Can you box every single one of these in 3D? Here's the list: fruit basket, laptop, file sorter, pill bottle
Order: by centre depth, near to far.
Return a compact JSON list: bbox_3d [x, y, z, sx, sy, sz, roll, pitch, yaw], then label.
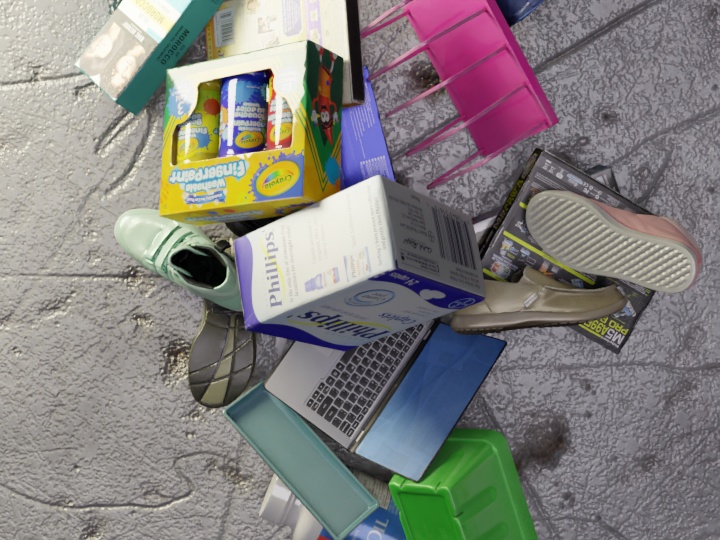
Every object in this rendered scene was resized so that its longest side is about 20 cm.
[{"bbox_3d":[0.095,-0.210,1.295,0.125,0.139,0.202,-33,97,-29],"label":"file sorter"},{"bbox_3d":[0.025,0.107,1.316,0.199,0.116,0.188,36,74,0],"label":"laptop"},{"bbox_3d":[0.139,0.265,1.326,0.214,0.154,0.219,5,82,-44],"label":"fruit basket"},{"bbox_3d":[-0.016,0.294,1.384,0.198,0.112,0.113,23,95,-3],"label":"pill bottle"}]

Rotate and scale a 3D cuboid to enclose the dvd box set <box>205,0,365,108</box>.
[{"bbox_3d":[-0.088,-0.242,1.303,0.198,0.029,0.149,-7,85,33],"label":"dvd box set"}]

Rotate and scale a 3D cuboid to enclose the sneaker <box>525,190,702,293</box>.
[{"bbox_3d":[0.283,-0.033,1.277,0.198,0.104,0.076,24,109,23],"label":"sneaker"}]

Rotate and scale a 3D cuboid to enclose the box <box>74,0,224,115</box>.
[{"bbox_3d":[-0.233,-0.285,1.331,0.082,0.049,0.201,40,94,24],"label":"box"}]

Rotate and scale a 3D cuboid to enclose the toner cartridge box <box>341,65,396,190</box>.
[{"bbox_3d":[-0.012,-0.131,1.371,0.094,0.043,0.203,-14,97,-1],"label":"toner cartridge box"}]

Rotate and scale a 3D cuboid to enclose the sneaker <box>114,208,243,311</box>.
[{"bbox_3d":[-0.210,-0.028,1.322,0.199,0.118,0.074,27,83,16],"label":"sneaker"}]

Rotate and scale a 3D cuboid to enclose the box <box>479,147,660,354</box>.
[{"bbox_3d":[0.248,-0.022,1.329,0.198,0.044,0.162,28,98,-7],"label":"box"}]

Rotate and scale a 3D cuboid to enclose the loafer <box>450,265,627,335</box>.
[{"bbox_3d":[0.195,0.029,1.274,0.197,0.076,0.069,-5,84,-6],"label":"loafer"}]

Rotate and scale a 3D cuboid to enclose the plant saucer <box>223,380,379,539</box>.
[{"bbox_3d":[-0.070,0.217,1.328,0.070,0.019,0.200,-35,73,-33],"label":"plant saucer"}]

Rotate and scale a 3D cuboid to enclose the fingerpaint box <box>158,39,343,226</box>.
[{"bbox_3d":[-0.120,-0.143,1.249,0.198,0.073,0.169,-4,80,33],"label":"fingerpaint box"}]

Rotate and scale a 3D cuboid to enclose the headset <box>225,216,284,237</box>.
[{"bbox_3d":[-0.103,-0.074,1.370,0.122,0.094,0.202,-23,81,12],"label":"headset"}]

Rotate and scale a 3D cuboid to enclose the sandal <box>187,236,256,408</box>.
[{"bbox_3d":[-0.156,0.063,1.387,0.079,0.057,0.204,6,82,4],"label":"sandal"}]

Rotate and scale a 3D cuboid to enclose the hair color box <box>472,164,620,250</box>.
[{"bbox_3d":[0.216,-0.041,1.377,0.198,0.061,0.100,-23,98,2],"label":"hair color box"}]

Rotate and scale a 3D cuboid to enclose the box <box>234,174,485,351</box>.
[{"bbox_3d":[0.000,0.000,1.232,0.198,0.183,0.106,-21,67,31],"label":"box"}]

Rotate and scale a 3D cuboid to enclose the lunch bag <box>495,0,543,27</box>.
[{"bbox_3d":[0.199,-0.386,1.301,0.200,0.136,0.133,-41,96,2],"label":"lunch bag"}]

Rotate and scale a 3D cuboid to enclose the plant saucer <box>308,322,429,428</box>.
[{"bbox_3d":[-0.004,0.104,1.411,0.200,0.019,0.070,-41,95,4],"label":"plant saucer"}]
